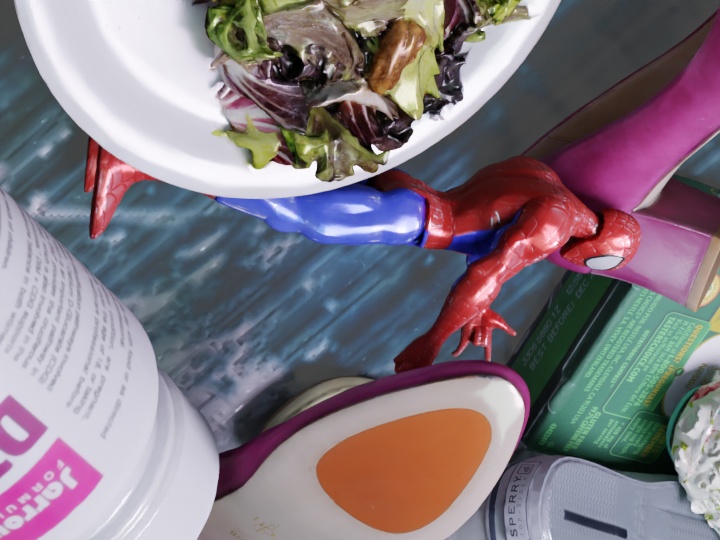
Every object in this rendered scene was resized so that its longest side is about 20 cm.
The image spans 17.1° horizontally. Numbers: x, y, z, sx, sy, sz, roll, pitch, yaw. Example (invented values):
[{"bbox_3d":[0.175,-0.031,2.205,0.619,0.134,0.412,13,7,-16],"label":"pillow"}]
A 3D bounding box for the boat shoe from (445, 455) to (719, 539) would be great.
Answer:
[{"bbox_3d":[0.099,0.113,0.979,0.067,0.074,0.200,-7,155,36],"label":"boat shoe"}]

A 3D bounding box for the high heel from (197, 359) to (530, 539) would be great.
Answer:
[{"bbox_3d":[-0.012,0.067,0.879,0.200,0.096,0.067,-30,110,30],"label":"high heel"}]

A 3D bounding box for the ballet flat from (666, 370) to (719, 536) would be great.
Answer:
[{"bbox_3d":[0.194,0.111,0.996,0.200,0.064,0.076,41,71,-43],"label":"ballet flat"}]

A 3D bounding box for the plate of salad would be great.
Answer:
[{"bbox_3d":[-0.010,-0.107,0.746,0.199,0.048,0.201,-13,123,-20],"label":"plate of salad"}]

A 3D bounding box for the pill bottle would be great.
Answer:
[{"bbox_3d":[-0.139,0.032,0.806,0.113,0.113,0.200,-38,133,6],"label":"pill bottle"}]

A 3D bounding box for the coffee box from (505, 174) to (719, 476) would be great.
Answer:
[{"bbox_3d":[0.165,0.036,1.005,0.200,0.044,0.123,14,119,-33],"label":"coffee box"}]

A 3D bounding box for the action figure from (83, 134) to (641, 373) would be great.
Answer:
[{"bbox_3d":[0.000,0.000,0.853,0.199,0.065,0.099,4,115,-11],"label":"action figure"}]

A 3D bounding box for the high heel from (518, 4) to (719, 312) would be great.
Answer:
[{"bbox_3d":[0.110,-0.085,0.867,0.067,0.096,0.200,-49,158,-53],"label":"high heel"}]

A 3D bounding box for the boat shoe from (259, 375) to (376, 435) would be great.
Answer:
[{"bbox_3d":[0.032,0.113,0.988,0.073,0.063,0.200,-40,132,8],"label":"boat shoe"}]
